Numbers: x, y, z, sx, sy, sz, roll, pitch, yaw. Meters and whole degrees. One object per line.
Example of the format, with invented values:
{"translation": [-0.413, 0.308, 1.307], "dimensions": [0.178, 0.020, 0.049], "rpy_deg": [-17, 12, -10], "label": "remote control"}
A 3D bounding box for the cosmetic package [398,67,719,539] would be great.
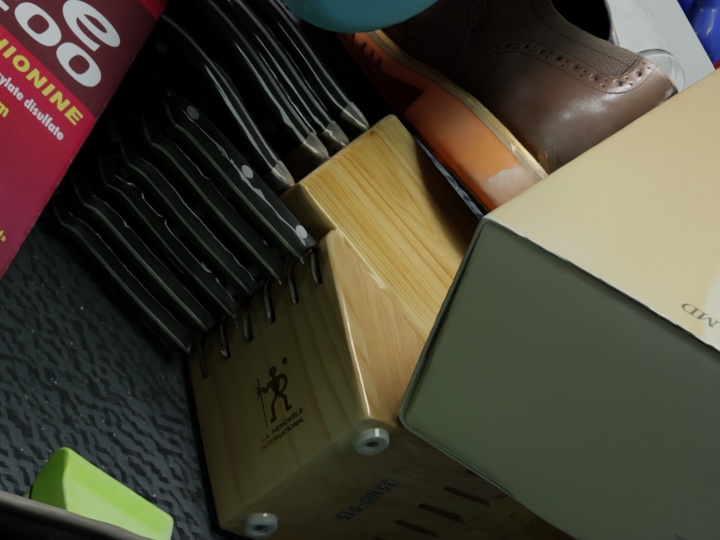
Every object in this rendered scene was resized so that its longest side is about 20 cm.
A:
{"translation": [0.109, 0.007, 0.823], "dimensions": [0.105, 0.071, 0.200], "rpy_deg": [31, 32, 17], "label": "cosmetic package"}

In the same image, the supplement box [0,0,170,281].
{"translation": [-0.125, -0.047, 0.718], "dimensions": [0.109, 0.061, 0.200], "rpy_deg": [42, 45, -17], "label": "supplement box"}

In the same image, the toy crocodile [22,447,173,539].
{"translation": [-0.069, 0.116, 0.663], "dimensions": [0.067, 0.062, 0.200], "rpy_deg": [39, 34, -21], "label": "toy crocodile"}

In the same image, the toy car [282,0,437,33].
{"translation": [0.037, -0.137, 0.824], "dimensions": [0.200, 0.177, 0.185], "rpy_deg": [46, 10, -52], "label": "toy car"}

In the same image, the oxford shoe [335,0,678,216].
{"translation": [0.044, -0.067, 0.929], "dimensions": [0.071, 0.073, 0.200], "rpy_deg": [48, 3, -31], "label": "oxford shoe"}

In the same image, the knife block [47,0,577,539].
{"translation": [0.000, 0.000, 0.864], "dimensions": [0.200, 0.064, 0.176], "rpy_deg": [23, 43, -39], "label": "knife block"}

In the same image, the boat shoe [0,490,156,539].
{"translation": [-0.094, 0.063, 0.622], "dimensions": [0.199, 0.057, 0.067], "rpy_deg": [19, 36, -5], "label": "boat shoe"}

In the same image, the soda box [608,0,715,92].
{"translation": [0.062, -0.101, 1.044], "dimensions": [0.068, 0.063, 0.200], "rpy_deg": [-2, 60, -53], "label": "soda box"}

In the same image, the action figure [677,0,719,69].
{"translation": [0.137, -0.151, 1.090], "dimensions": [0.200, 0.099, 0.065], "rpy_deg": [59, 3, -34], "label": "action figure"}
